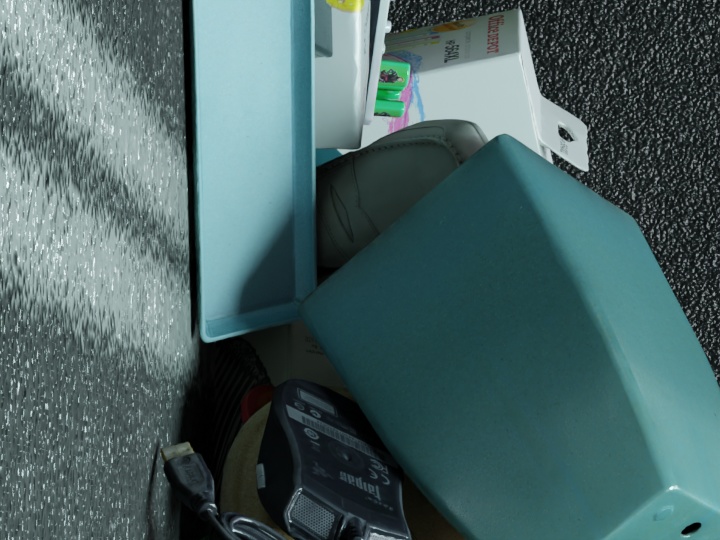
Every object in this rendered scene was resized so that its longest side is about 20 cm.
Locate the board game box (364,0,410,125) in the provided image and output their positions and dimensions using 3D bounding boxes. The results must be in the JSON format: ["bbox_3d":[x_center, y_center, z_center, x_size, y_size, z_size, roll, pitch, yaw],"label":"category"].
[{"bbox_3d":[0.016,-0.216,1.702,0.200,0.026,0.200,-101,-164,-59],"label":"board game box"}]

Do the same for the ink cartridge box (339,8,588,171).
[{"bbox_3d":[0.044,-0.084,1.884,0.129,0.200,0.125,-83,160,-71],"label":"ink cartridge box"}]

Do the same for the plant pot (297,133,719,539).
[{"bbox_3d":[0.097,0.067,1.433,0.141,0.141,0.200,29,25,-52],"label":"plant pot"}]

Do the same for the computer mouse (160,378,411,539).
[{"bbox_3d":[-0.038,0.109,1.358,0.046,0.140,0.200,-57,-156,20],"label":"computer mouse"}]

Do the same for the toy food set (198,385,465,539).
[{"bbox_3d":[0.006,0.144,1.472,0.049,0.198,0.200,-39,-168,41],"label":"toy food set"}]

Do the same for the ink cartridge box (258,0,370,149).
[{"bbox_3d":[-0.037,-0.176,1.519,0.145,0.087,0.200,-83,175,-70],"label":"ink cartridge box"}]

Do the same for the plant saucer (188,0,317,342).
[{"bbox_3d":[-0.056,-0.065,1.459,0.019,0.070,0.200,29,-55,52],"label":"plant saucer"}]

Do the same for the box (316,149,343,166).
[{"bbox_3d":[0.000,0.000,1.636,0.200,0.049,0.082,43,-37,43],"label":"box"}]

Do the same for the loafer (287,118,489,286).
[{"bbox_3d":[-0.003,-0.026,1.517,0.200,0.070,0.070,-30,-99,50],"label":"loafer"}]

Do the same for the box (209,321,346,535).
[{"bbox_3d":[-0.033,0.119,1.549,0.082,0.068,0.200,-24,-120,52],"label":"box"}]
